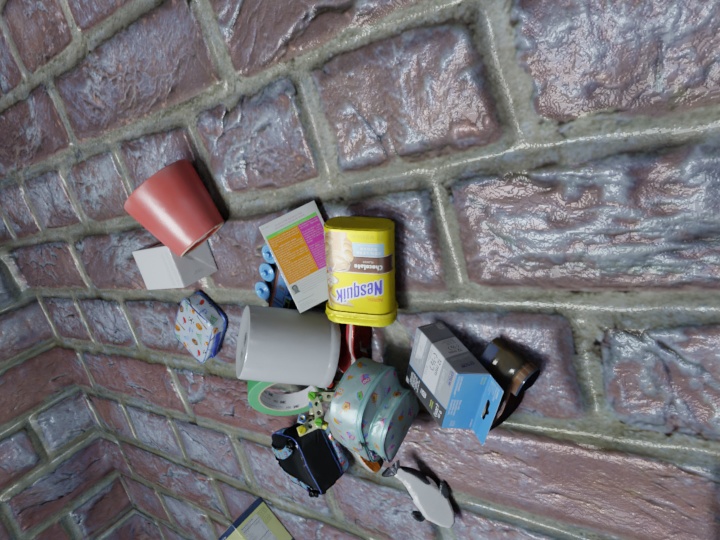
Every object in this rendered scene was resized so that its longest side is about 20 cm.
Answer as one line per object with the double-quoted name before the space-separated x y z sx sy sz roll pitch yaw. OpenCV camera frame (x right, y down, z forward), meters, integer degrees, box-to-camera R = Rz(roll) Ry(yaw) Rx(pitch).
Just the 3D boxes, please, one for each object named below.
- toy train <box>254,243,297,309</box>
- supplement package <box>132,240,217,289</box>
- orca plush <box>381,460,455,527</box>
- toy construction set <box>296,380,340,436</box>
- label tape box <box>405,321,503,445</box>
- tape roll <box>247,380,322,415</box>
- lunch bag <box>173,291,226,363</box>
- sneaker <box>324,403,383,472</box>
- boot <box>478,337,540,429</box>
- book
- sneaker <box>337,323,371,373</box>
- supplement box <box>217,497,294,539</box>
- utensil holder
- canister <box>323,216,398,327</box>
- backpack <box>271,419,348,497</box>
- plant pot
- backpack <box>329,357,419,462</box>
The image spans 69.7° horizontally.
"toy train" -0.174 0.011 1.201 0.113 0.087 0.202 31 125 18
"supplement package" -0.518 -0.027 1.439 0.198 0.121 0.121 -5 110 40
"orca plush" 0.136 0.522 1.219 0.198 0.106 0.071 29 173 -5
"toy construction set" -0.050 0.326 1.221 0.092 0.197 0.133 130 145 -64
"label tape box" 0.170 0.217 0.984 0.200 0.065 0.145 52 142 47
"tape roll" -0.180 0.292 1.287 0.049 0.198 0.201 -100 29 -42
"lunch bag" -0.476 0.175 1.545 0.160 0.075 0.201 38 130 15
"sneaker" -0.018 0.422 1.305 0.201 0.075 0.092 53 142 15
"boot" 0.256 0.220 0.979 0.097 0.074 0.202 47 133 32
"book" -0.114 -0.030 1.108 0.048 0.132 0.202 -150 35 -82
"sneaker" -0.041 0.159 1.174 0.114 0.078 0.203 17 121 30
"supplement box" -0.365 0.946 1.812 0.200 0.134 0.201 46 133 10
"utensil holder" -0.163 0.165 1.143 0.170 0.197 0.173 -170 90 -70
"canister" 0.000 0.000 1.033 0.146 0.087 0.203 4 114 15
"backpack" -0.150 0.493 1.399 0.199 0.134 0.185 -18 99 56
"plant pot" -0.449 -0.145 1.289 0.178 0.201 0.200 51 135 -9
"backpack" 0.028 0.289 1.088 0.152 0.176 0.201 13 143 38
